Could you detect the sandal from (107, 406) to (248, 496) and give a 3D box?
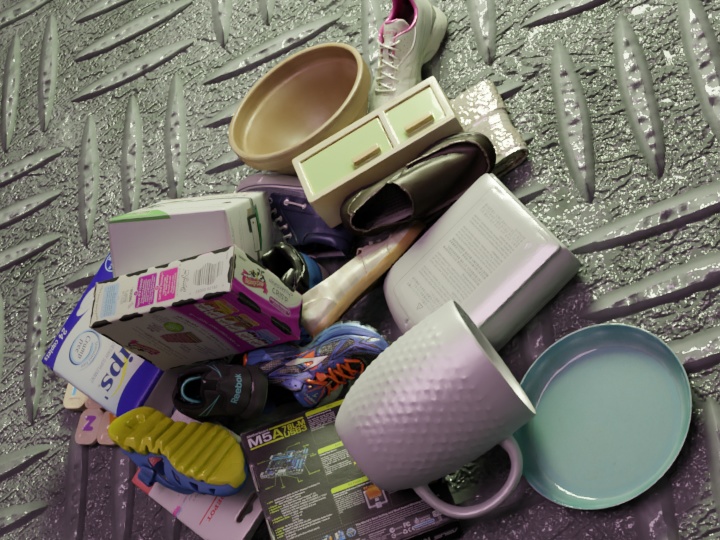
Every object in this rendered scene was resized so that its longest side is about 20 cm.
[{"bbox_3d":[-0.198,0.218,1.586,0.200,0.087,0.079,15,40,43],"label":"sandal"}]

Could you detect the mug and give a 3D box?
[{"bbox_3d":[0.083,0.161,1.442,0.175,0.148,0.200,-37,85,6],"label":"mug"}]

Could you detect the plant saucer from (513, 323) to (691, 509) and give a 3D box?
[{"bbox_3d":[0.248,0.151,1.437,0.199,0.027,0.201,-17,57,28],"label":"plant saucer"}]

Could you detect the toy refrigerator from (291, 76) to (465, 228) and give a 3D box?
[{"bbox_3d":[0.024,-0.142,1.667,0.199,0.070,0.076,-29,53,9],"label":"toy refrigerator"}]

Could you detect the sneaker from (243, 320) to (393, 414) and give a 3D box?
[{"bbox_3d":[-0.044,0.116,1.566,0.199,0.075,0.079,-18,48,28],"label":"sneaker"}]

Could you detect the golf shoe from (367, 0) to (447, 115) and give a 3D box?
[{"bbox_3d":[0.043,-0.263,1.767,0.075,0.091,0.201,5,68,34],"label":"golf shoe"}]

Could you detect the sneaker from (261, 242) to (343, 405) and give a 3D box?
[{"bbox_3d":[-0.078,0.060,1.659,0.076,0.111,0.201,-21,55,24],"label":"sneaker"}]

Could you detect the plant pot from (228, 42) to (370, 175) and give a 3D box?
[{"bbox_3d":[-0.061,-0.188,1.783,0.200,0.093,0.201,-24,39,21],"label":"plant pot"}]

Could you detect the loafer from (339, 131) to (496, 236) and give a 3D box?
[{"bbox_3d":[0.068,-0.089,1.612,0.200,0.073,0.071,-31,13,11],"label":"loafer"}]

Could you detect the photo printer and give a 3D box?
[{"bbox_3d":[0.127,0.010,1.571,0.200,0.069,0.166,-46,49,6],"label":"photo printer"}]

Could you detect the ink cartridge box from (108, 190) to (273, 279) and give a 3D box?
[{"bbox_3d":[-0.197,-0.040,1.670,0.145,0.200,0.085,-5,99,10],"label":"ink cartridge box"}]

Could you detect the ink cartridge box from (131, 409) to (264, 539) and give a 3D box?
[{"bbox_3d":[-0.164,0.252,1.643,0.200,0.067,0.117,28,83,43],"label":"ink cartridge box"}]

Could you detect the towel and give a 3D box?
[{"bbox_3d":[0.098,-0.137,1.698,0.200,0.034,0.133,-33,51,16],"label":"towel"}]

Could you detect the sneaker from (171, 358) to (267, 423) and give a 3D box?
[{"bbox_3d":[-0.178,0.132,1.588,0.200,0.079,0.076,-16,68,59],"label":"sneaker"}]

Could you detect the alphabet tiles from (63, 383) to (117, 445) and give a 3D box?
[{"bbox_3d":[-0.305,0.138,1.839,0.199,0.015,0.196,-4,64,33],"label":"alphabet tiles"}]

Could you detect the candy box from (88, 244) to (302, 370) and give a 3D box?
[{"bbox_3d":[-0.183,0.045,1.570,0.199,0.136,0.061,-14,57,28],"label":"candy box"}]

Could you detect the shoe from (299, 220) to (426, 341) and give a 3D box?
[{"bbox_3d":[0.000,0.000,1.629,0.053,0.070,0.200,43,66,10],"label":"shoe"}]

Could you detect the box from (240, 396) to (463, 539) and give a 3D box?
[{"bbox_3d":[-0.012,0.231,1.518,0.199,0.048,0.194,-20,51,-3],"label":"box"}]

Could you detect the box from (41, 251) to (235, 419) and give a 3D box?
[{"bbox_3d":[-0.269,0.092,1.762,0.200,0.105,0.184,26,82,39],"label":"box"}]

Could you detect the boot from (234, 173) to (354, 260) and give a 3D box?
[{"bbox_3d":[-0.087,-0.066,1.760,0.199,0.073,0.091,2,61,35],"label":"boot"}]
